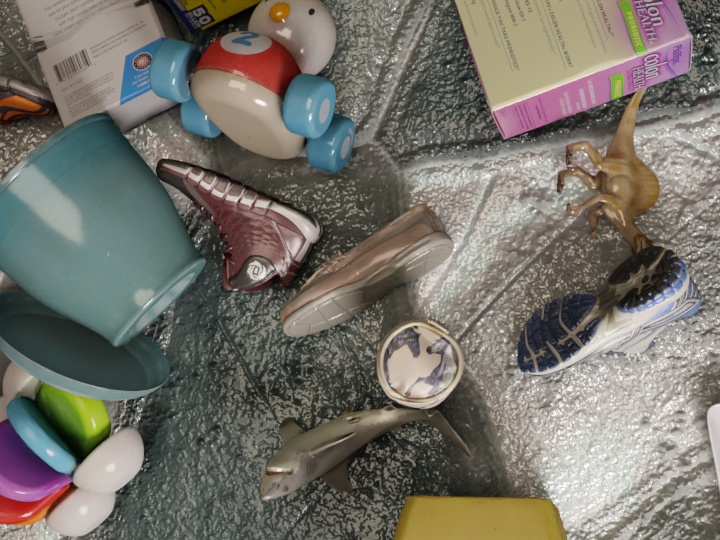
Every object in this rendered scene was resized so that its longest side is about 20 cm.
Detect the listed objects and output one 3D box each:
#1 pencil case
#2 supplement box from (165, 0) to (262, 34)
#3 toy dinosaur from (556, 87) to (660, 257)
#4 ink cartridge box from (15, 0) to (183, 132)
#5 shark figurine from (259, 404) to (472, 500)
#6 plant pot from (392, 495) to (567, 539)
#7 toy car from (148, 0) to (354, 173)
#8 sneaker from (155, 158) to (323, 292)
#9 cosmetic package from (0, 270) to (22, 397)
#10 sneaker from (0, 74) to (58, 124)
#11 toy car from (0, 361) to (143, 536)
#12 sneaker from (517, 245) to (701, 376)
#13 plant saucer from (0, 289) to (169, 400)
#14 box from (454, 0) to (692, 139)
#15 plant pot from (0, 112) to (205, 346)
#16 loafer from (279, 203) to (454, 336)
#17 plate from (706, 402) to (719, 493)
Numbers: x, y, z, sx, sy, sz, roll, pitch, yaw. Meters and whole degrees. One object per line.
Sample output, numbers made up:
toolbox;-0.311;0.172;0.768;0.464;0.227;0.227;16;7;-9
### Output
pencil case;0.056;0.086;1.065;0.078;0.200;0.090;20;87;3
supplement box;-0.127;-0.360;1.170;0.200;0.109;0.110;-24;58;11
toy dinosaur;0.254;-0.099;1.115;0.101;0.058;0.201;3;74;-3
ink cartridge box;-0.284;-0.266;1.229;0.146;0.084;0.200;-24;80;11
shark figurine;-0.003;0.191;1.148;0.214;0.128;0.090;-19;107;-6
plant pot;0.117;0.308;1.048;0.199;0.200;0.177;-2;74;13
toy car;-0.085;-0.232;1.146;0.184;0.177;0.201;16;78;17
sneaker;-0.149;-0.040;1.188;0.200;0.076;0.116;24;95;13
cosmetic package;-0.436;0.083;1.229;0.085;0.108;0.200;23;90;14
sneaker;-0.434;-0.172;1.270;0.199;0.078;0.112;12;93;24
toy car;-0.340;0.193;1.156;0.175;0.150;0.200;46;128;12
sneaker;0.247;0.060;1.084;0.200;0.085;0.077;-32;41;30
plant saucer;-0.297;0.081;1.152;0.200;0.200;0.027;31;104;13
box;0.204;-0.256;1.098;0.199;0.097;0.176;-20;75;12
plant pot;-0.273;-0.030;1.164;0.188;0.200;0.200;45;97;0
loafer;0.000;0.000;1.159;0.200;0.072;0.063;-28;64;4
plate;0.445;0.214;1.050;0.199;0.032;0.200;-9;85;12
